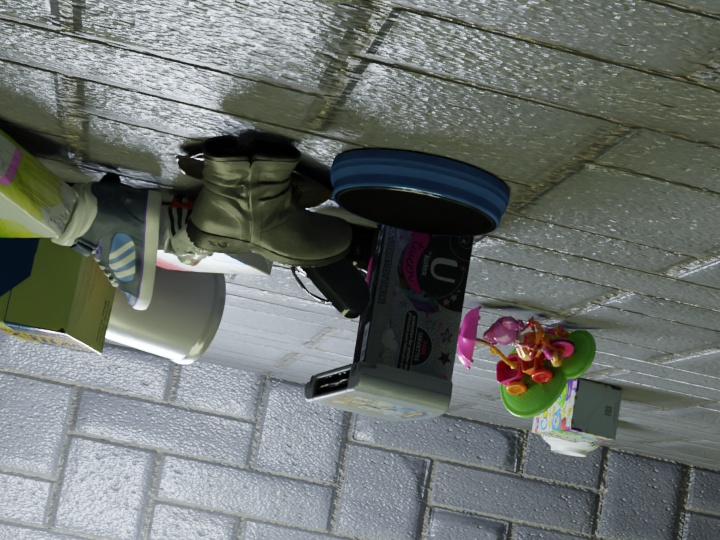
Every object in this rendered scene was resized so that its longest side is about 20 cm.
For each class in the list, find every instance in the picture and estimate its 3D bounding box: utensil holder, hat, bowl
[{"bbox_3d":[-0.336,0.038,2.123,0.198,0.173,0.169,22,165,-34],"label":"utensil holder"},{"bbox_3d":[-0.124,-0.074,1.569,0.197,0.082,0.201,9,169,2],"label":"hat"},{"bbox_3d":[0.506,0.392,3.267,0.197,0.096,0.201,11,169,2],"label":"bowl"},{"bbox_3d":[0.062,-0.080,1.474,0.197,0.040,0.201,10,168,2],"label":"bowl"}]

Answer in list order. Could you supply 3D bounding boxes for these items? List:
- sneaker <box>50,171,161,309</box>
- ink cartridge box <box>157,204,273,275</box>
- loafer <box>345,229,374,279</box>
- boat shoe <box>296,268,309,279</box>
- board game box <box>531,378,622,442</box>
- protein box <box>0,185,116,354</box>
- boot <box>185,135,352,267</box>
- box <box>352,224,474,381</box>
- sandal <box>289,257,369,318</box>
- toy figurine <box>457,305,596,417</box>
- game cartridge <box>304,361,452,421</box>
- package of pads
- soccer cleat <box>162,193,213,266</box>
[{"bbox_3d":[-0.333,-0.035,1.748,0.144,0.081,0.202,6,136,-10],"label":"sneaker"},{"bbox_3d":[-0.225,-0.043,1.858,0.197,0.068,0.116,3,166,33],"label":"ink cartridge box"},{"bbox_3d":[0.013,-0.017,1.776,0.197,0.069,0.070,16,177,-1],"label":"loafer"},{"bbox_3d":[0.000,0.000,1.846,0.197,0.072,0.070,8,173,14],"label":"boat shoe"},{"bbox_3d":[0.440,0.288,2.778,0.101,0.107,0.200,14,168,-13],"label":"board game box"},{"bbox_3d":[-0.426,-0.003,1.902,0.133,0.202,0.200,10,170,5],"label":"protein box"},{"bbox_3d":[-0.085,-0.076,1.460,0.197,0.068,0.132,5,130,-23],"label":"boot"},{"bbox_3d":[0.064,0.043,1.660,0.113,0.203,0.132,10,168,-6],"label":"box"},{"bbox_3d":[-0.059,-0.009,1.657,0.076,0.043,0.200,-4,-137,-49],"label":"sandal"},{"bbox_3d":[0.239,0.121,2.141,0.183,0.152,0.199,30,138,-34],"label":"toy figurine"},{"bbox_3d":[0.025,0.144,1.592,0.131,0.042,0.200,19,164,-16],"label":"game cartridge"},{"bbox_3d":[-0.450,-0.114,1.622,0.153,0.069,0.200,2,151,39],"label":"package of pads"},{"bbox_3d":[-0.196,-0.044,1.703,0.068,0.087,0.199,16,179,-32],"label":"soccer cleat"}]
